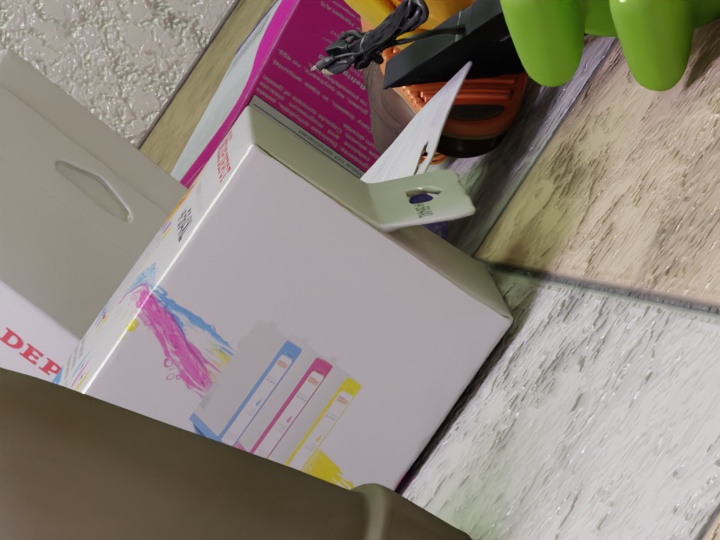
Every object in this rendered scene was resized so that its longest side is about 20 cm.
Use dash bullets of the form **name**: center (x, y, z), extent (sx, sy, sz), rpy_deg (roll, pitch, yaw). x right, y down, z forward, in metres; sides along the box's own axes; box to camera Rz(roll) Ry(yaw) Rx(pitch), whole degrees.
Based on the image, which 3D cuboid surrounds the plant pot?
- **plant pot**: center (-0.085, 0.124, 0.976), extent (0.200, 0.173, 0.200), rpy_deg (-53, 9, 12)

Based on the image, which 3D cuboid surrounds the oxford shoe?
- **oxford shoe**: center (0.040, -0.081, 1.450), extent (0.200, 0.071, 0.073), rpy_deg (-108, 20, -70)

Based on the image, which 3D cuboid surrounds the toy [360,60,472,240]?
- **toy**: center (0.000, 0.000, 1.365), extent (0.200, 0.047, 0.115), rpy_deg (-41, 20, 50)

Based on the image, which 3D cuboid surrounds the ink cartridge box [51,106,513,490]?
- **ink cartridge box**: center (-0.036, 0.034, 1.183), extent (0.200, 0.125, 0.129), rpy_deg (-55, 9, 6)

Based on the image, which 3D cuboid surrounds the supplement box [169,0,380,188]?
- **supplement box**: center (-0.036, -0.062, 1.602), extent (0.101, 0.103, 0.200), rpy_deg (-46, 12, 43)

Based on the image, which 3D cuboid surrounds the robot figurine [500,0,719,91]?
- **robot figurine**: center (0.103, -0.171, 1.140), extent (0.116, 0.175, 0.200), rpy_deg (59, -141, -58)

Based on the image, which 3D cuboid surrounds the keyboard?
- **keyboard**: center (0.055, -0.110, 1.278), extent (0.200, 0.127, 0.021), rpy_deg (152, 109, -66)

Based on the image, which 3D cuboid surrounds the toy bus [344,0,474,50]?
- **toy bus**: center (0.090, -0.193, 1.331), extent (0.200, 0.136, 0.192), rpy_deg (-53, 35, -12)

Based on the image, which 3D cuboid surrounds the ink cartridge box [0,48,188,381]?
- **ink cartridge box**: center (-0.185, 0.030, 1.397), extent (0.200, 0.147, 0.145), rpy_deg (-45, 13, 35)
